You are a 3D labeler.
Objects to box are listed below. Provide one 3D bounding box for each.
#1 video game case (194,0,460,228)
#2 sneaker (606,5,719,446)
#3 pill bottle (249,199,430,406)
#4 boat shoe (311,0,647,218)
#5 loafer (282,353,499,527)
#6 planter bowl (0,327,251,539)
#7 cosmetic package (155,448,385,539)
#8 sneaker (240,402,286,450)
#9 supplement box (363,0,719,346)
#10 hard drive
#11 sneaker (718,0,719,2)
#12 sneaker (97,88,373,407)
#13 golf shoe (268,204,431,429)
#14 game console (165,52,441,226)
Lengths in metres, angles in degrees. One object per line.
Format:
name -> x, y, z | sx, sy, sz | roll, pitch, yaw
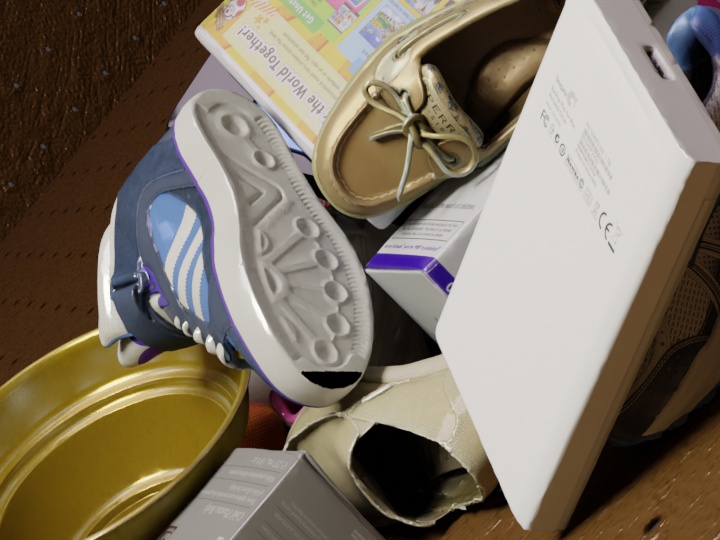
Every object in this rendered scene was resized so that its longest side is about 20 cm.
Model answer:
video game case -> 0.024, -0.138, 1.366 | 0.182, 0.023, 0.200 | -44, 46, 1
sneaker -> 0.131, -0.024, 1.131 | 0.077, 0.085, 0.201 | -2, 63, 64
pill bottle -> 0.007, -0.003, 1.502 | 0.200, 0.110, 0.110 | -38, 14, 31
boat shoe -> 0.057, -0.097, 1.249 | 0.200, 0.073, 0.063 | -42, 11, 10
loafer -> 0.015, 0.088, 1.262 | 0.068, 0.076, 0.200 | -47, 11, -37
planter bowl -> -0.129, 0.116, 1.385 | 0.199, 0.084, 0.201 | -22, 30, 13
cosmetic package -> -0.081, 0.185, 1.247 | 0.200, 0.090, 0.107 | -46, 14, -18
sneaker -> -0.086, 0.156, 1.445 | 0.077, 0.073, 0.201 | -2, 45, 41
supplement box -> 0.113, -0.038, 1.283 | 0.200, 0.101, 0.103 | -48, 13, -11
hard drive -> 0.089, -0.007, 1.105 | 0.132, 0.026, 0.201 | -113, 33, -45
sneaker -> 0.204, -0.151, 1.352 | 0.200, 0.100, 0.075 | -36, 17, 42
sneaker -> -0.073, 0.022, 1.336 | 0.147, 0.080, 0.201 | -54, 46, 37
golf shoe -> 0.000, 0.000, 1.377 | 0.075, 0.091, 0.202 | 1, 81, 39
game console -> 0.004, -0.119, 1.397 | 0.199, 0.031, 0.177 | 20, 68, 43
